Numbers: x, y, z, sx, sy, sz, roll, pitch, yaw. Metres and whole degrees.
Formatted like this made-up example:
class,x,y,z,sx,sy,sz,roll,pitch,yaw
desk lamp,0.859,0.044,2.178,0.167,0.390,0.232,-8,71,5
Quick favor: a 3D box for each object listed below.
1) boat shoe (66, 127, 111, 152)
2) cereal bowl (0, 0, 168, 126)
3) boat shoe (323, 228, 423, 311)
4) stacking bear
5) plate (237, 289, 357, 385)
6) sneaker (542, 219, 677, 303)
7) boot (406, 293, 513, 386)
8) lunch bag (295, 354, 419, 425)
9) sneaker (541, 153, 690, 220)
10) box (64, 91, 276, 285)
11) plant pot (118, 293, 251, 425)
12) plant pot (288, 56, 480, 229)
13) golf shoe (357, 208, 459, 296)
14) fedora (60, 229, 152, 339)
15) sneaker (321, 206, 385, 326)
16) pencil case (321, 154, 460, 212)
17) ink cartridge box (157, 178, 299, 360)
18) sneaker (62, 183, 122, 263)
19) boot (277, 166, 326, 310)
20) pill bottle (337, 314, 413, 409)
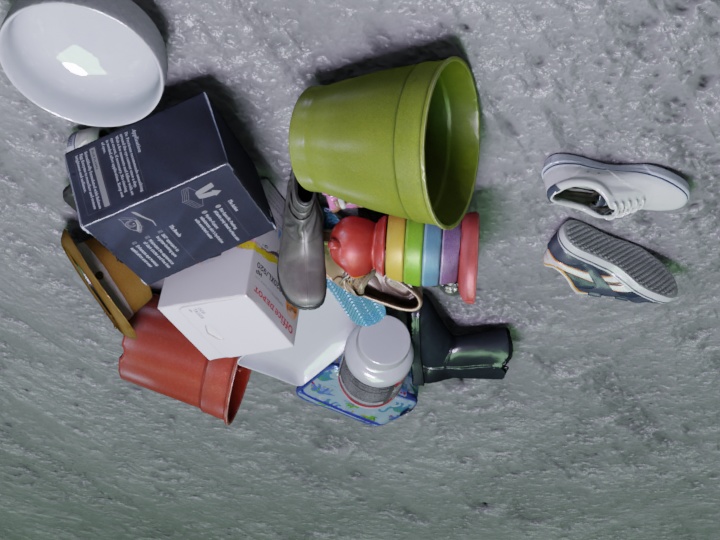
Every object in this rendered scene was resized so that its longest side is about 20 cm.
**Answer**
class,x,y,z,sx,sy,sz,roll,pitch,yaw
boat shoe,-0.317,-0.127,1.479,0.069,0.071,0.200,-13,135,30
cereal bowl,-0.322,-0.267,1.260,0.199,0.084,0.201,4,145,3
boat shoe,0.000,0.000,1.506,0.199,0.065,0.072,20,116,-10
stacking bear,0.057,-0.029,1.428,0.199,0.122,0.114,3,111,4
plate,-0.079,0.098,1.700,0.200,0.032,0.199,-41,149,12
sneaker,0.356,-0.001,1.532,0.199,0.079,0.079,27,137,-9
boot,0.161,0.105,1.725,0.167,0.077,0.201,-7,130,0
lunch bag,-0.004,0.202,1.888,0.199,0.083,0.161,26,144,-23
sneaker,0.335,-0.097,1.399,0.199,0.071,0.073,8,146,-1
box,-0.240,-0.100,1.372,0.199,0.118,0.197,-23,155,4
plant pot,-0.282,0.132,1.751,0.194,0.202,0.201,15,146,2
plant pot,0.024,-0.157,1.287,0.192,0.201,0.201,6,148,24
golf shoe,0.072,-0.039,1.523,0.200,0.088,0.077,42,94,-11
fedora,-0.378,0.008,1.629,0.082,0.201,0.201,-35,148,-16
sneaker,-0.026,-0.013,1.581,0.076,0.081,0.201,-21,118,12
pencil case,0.046,-0.120,1.403,0.199,0.087,0.083,-3,156,9
ink cartridge box,-0.174,0.002,1.518,0.144,0.201,0.147,-10,143,23
sneaker,-0.347,-0.061,1.556,0.199,0.091,0.076,31,141,-29
boot,-0.079,-0.060,1.418,0.067,0.201,0.131,-2,151,-5
pill bottle,0.025,0.143,1.695,0.110,0.111,0.200,9,157,-3
